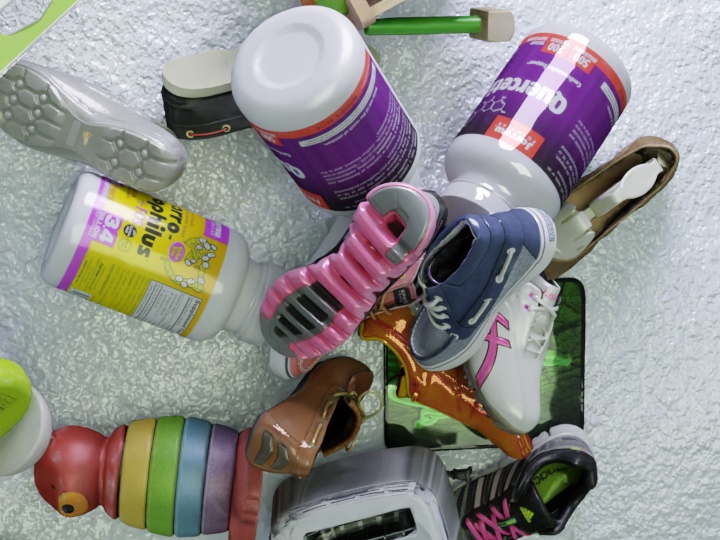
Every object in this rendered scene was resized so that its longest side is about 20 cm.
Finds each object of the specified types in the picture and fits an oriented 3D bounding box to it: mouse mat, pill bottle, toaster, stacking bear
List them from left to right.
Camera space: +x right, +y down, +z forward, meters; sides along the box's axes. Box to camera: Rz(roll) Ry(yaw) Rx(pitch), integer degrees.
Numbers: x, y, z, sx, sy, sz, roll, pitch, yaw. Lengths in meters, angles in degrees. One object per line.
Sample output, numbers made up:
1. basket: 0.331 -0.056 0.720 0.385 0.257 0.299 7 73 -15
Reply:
1. stacking bear: -0.186 0.181 1.458 0.199 0.114 0.122 6 138 -3
2. pill bottle: -0.167 -0.004 1.442 0.199 0.104 0.105 22 91 -15
3. pill bottle: -0.020 -0.121 1.391 0.112 0.112 0.200 -44 143 -5
4. toaster: 0.010 0.230 1.474 0.199 0.129 0.114 -14 99 6
5. mouse mat: 0.118 0.089 1.569 0.199 0.008 0.162 -2 96 -12
6. pill bottle: 0.149 -0.114 1.473 0.112 0.112 0.200 41 66 -14

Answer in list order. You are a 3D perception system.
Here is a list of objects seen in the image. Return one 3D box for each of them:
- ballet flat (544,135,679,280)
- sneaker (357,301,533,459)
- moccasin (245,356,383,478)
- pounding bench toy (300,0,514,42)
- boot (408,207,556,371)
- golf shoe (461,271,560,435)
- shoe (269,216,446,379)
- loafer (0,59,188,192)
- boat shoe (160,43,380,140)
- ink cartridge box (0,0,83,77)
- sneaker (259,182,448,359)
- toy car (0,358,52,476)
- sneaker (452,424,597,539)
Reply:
1. ballet flat: 0.218 -0.057 1.541 0.200 0.072 0.068 -35 93 -7
2. sneaker: 0.078 0.105 1.528 0.200 0.073 0.077 45 89 -3
3. moccasin: -0.028 0.127 1.448 0.077 0.201 0.074 24 105 13
4. pounding bench toy: 0.027 -0.257 1.446 0.156 0.124 0.201 -30 101 -10
5. boot: 0.074 0.016 1.400 0.090 0.073 0.200 -1 141 -37
6. golf shoe: 0.136 0.045 1.479 0.072 0.092 0.201 17 57 -41
7. shoe: 0.002 0.018 1.465 0.091 0.072 0.201 21 69 22
8. loafer: -0.241 -0.128 1.431 0.199 0.070 0.070 29 108 3
9. boat shoe: -0.079 -0.163 1.470 0.201 0.074 0.063 -13 131 -20
10. ink cartridge box: -0.330 -0.274 1.390 0.148 0.076 0.200 -44 105 -6
11. sneaker: 0.000 0.000 1.393 0.200 0.095 0.079 -41 85 24
12. toy car: -0.369 0.111 1.388 0.200 0.175 0.150 -32 60 14
13. sneaker: 0.141 0.220 1.544 0.200 0.087 0.074 -35 103 -3
